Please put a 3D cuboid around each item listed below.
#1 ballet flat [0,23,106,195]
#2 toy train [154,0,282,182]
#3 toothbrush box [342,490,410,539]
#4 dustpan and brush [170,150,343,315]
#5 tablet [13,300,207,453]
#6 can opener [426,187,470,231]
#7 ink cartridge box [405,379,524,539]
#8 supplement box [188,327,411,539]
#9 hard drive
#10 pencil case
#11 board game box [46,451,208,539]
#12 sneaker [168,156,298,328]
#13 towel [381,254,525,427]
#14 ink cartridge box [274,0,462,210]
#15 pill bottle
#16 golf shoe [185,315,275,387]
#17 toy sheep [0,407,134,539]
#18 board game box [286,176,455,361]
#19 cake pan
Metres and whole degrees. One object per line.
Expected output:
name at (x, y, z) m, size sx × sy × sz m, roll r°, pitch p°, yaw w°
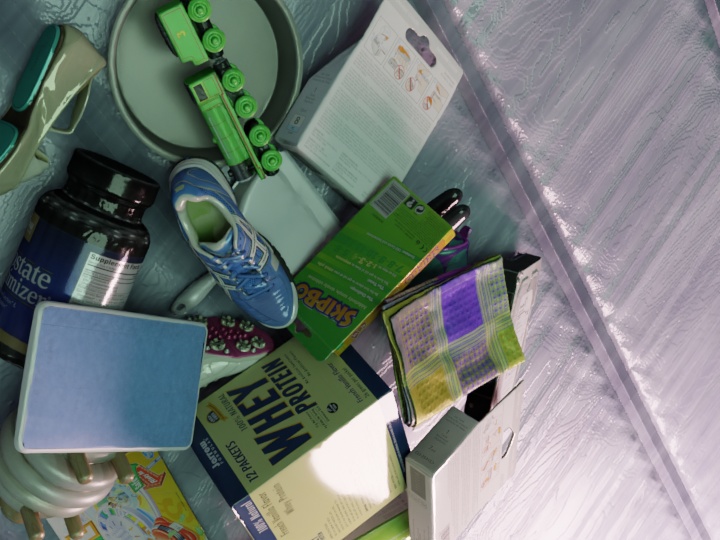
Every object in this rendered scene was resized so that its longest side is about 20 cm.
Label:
ballet flat at (-0.301, -0.129, 0.791) m, size 0.069 × 0.069 × 0.201 m, roll 33°, pitch 90°, yaw -33°
toy train at (-0.136, -0.172, 0.835) m, size 0.056 × 0.042 × 0.201 m, roll -28°, pitch 119°, yaw -7°
toothbrush box at (0.017, 0.397, 1.138) m, size 0.145 × 0.086 × 0.202 m, roll -23°, pitch 118°, yaw -20°
dustpan and brush at (-0.126, -0.019, 0.937) m, size 0.200 × 0.057 × 0.140 m, roll -47°, pitch 121°, yaw -15°
tablet at (-0.226, 0.104, 0.808) m, size 0.199 × 0.014 × 0.132 m, roll 14°, pitch 81°, yaw -52°
can opener at (0.042, -0.020, 0.976) m, size 0.199 × 0.064 × 0.078 m, roll -32°, pitch 147°, yaw 23°
ink cartridge box at (0.128, 0.239, 1.053) m, size 0.176 × 0.045 × 0.201 m, roll -40°, pitch 143°, yaw -31°
supplement box at (-0.063, 0.202, 0.962) m, size 0.199 × 0.134 × 0.201 m, roll -34°, pitch 139°, yaw -15°
hard drive at (0.184, 0.084, 1.101) m, size 0.139 × 0.037 × 0.202 m, roll -19°, pitch 120°, yaw -66°
pencil case at (0.095, 0.048, 1.057) m, size 0.091 × 0.085 × 0.202 m, roll -9°, pitch 112°, yaw -12°
board game box at (-0.259, 0.293, 0.978) m, size 0.134 × 0.034 × 0.201 m, roll -30°, pitch 119°, yaw -16°
sneaker at (-0.131, -0.015, 0.861) m, size 0.075 × 0.077 × 0.201 m, roll -31°, pitch 112°, yaw 11°
towel at (0.106, 0.075, 0.956) m, size 0.199 × 0.023 × 0.145 m, roll -21°, pitch 105°, yaw -37°
ink cartridge box at (0.015, -0.182, 0.941) m, size 0.160 × 0.047 × 0.201 m, roll 36°, pitch 81°, yaw -46°
pill bottle at (-0.269, -0.007, 0.820) m, size 0.111 × 0.112 × 0.202 m, roll 21°, pitch 96°, yaw -33°
golf shoe at (-0.191, 0.103, 0.936) m, size 0.198 × 0.075 × 0.092 m, roll -2°, pitch 124°, yaw -26°
toy sheep at (-0.294, 0.179, 0.855) m, size 0.137 × 0.138 × 0.200 m, roll 35°, pitch 108°, yaw -33°
board game box at (0.000, 0.000, 0.926) m, size 0.200 × 0.095 × 0.030 m, roll -44°, pitch 155°, yaw -5°
cake pan at (-0.154, -0.205, 0.857) m, size 0.198 × 0.037 × 0.202 m, roll -10°, pitch 112°, yaw -25°
